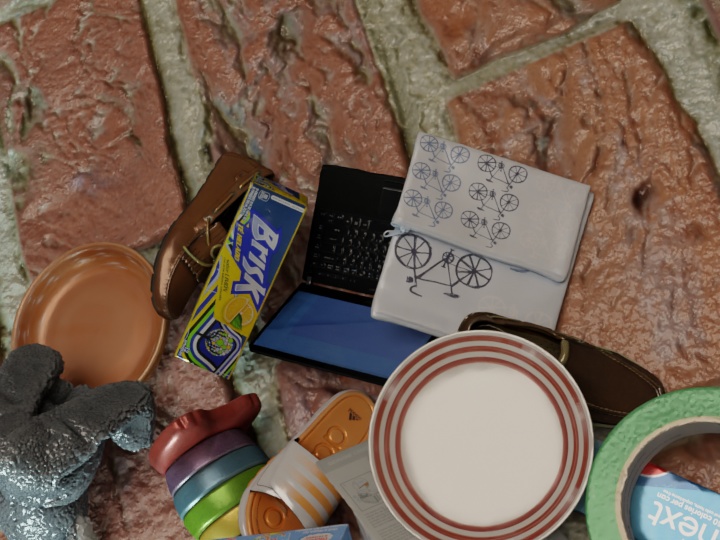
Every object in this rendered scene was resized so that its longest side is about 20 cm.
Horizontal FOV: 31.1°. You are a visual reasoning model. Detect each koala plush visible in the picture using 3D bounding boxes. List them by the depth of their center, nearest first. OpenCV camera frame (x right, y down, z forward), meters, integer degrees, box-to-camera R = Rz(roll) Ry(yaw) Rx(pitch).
[{"bbox_3d":[-0.330,0.213,1.338,0.177,0.184,0.200,20,121,14],"label":"koala plush"}]

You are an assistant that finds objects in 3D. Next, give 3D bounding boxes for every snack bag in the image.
[{"bbox_3d":[0.116,-0.018,1.257,0.188,0.021,0.200,19,76,-3],"label":"snack bag"}]

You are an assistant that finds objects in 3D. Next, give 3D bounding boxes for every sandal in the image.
[{"bbox_3d":[-0.042,0.184,1.230,0.079,0.059,0.207,39,56,-5],"label":"sandal"}]

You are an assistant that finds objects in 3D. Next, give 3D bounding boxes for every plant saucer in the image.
[{"bbox_3d":[-0.297,0.068,1.442,0.200,0.037,0.200,-7,70,21],"label":"plant saucer"}]

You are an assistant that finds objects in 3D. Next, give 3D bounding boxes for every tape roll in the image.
[{"bbox_3d":[0.290,0.199,1.075,0.200,0.048,0.201,-7,70,19],"label":"tape roll"}]

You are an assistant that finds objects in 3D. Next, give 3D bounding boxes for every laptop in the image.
[{"bbox_3d":[0.000,0.000,1.300,0.177,0.103,0.200,12,95,25],"label":"laptop"}]

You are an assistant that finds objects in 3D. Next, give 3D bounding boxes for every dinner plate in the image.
[{"bbox_3d":[0.106,0.153,1.146,0.200,0.024,0.200,-3,76,13],"label":"dinner plate"}]

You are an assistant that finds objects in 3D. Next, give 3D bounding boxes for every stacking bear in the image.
[{"bbox_3d":[-0.113,0.240,1.269,0.114,0.121,0.200,-47,68,35],"label":"stacking bear"}]

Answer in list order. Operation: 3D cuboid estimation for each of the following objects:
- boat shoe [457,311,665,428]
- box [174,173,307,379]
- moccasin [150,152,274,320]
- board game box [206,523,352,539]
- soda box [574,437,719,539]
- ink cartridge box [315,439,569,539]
[{"bbox_3d":[0.183,0.092,1.184,0.202,0.075,0.075,17,80,7],"label":"boat shoe"},{"bbox_3d":[-0.122,0.005,1.333,0.064,0.070,0.200,23,100,-7],"label":"box"},{"bbox_3d":[-0.158,-0.033,1.397,0.078,0.074,0.201,22,64,21],"label":"moccasin"},{"bbox_3d":[-0.056,0.332,1.184,0.151,0.037,0.200,-11,109,19],"label":"board game box"},{"bbox_3d":[0.243,0.203,1.155,0.200,0.064,0.068,23,82,27],"label":"soda box"},{"bbox_3d":[0.073,0.229,1.183,0.160,0.047,0.200,-18,46,-28],"label":"ink cartridge box"}]
